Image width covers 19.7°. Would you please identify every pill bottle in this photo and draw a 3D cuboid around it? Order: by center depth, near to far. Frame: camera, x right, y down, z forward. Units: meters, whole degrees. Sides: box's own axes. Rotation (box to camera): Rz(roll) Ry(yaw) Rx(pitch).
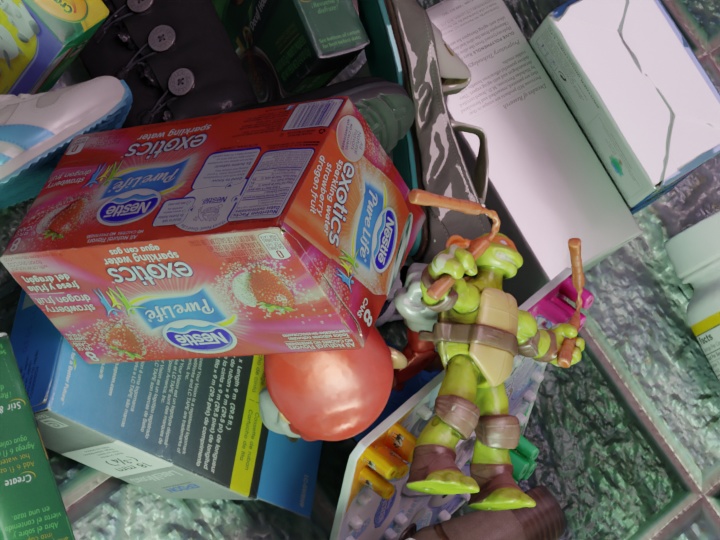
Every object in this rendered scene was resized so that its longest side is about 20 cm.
[{"bbox_3d":[0.300,0.047,1.453,0.114,0.114,0.200,-23,83,-32],"label":"pill bottle"}]

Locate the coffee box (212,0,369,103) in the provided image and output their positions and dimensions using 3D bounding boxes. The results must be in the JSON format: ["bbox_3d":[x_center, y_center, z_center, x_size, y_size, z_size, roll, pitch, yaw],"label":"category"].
[{"bbox_3d":[-0.072,-0.208,1.356,0.044,0.123,0.200,-19,82,-29],"label":"coffee box"}]

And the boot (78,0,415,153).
[{"bbox_3d":[-0.079,-0.128,1.280,0.165,0.066,0.200,-28,55,-2],"label":"boot"}]

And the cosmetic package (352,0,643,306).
[{"bbox_3d":[0.088,-0.078,1.391,0.085,0.108,0.200,-30,87,-23],"label":"cosmetic package"}]

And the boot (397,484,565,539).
[{"bbox_3d":[0.062,0.209,1.263,0.146,0.200,0.070,-32,52,-11],"label":"boot"}]

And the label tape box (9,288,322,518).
[{"bbox_3d":[-0.113,0.058,1.256,0.200,0.063,0.144,29,58,-35],"label":"label tape box"}]

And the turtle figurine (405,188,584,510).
[{"bbox_3d":[0.060,0.043,1.124,0.200,0.064,0.161,31,63,-56],"label":"turtle figurine"}]

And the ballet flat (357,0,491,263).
[{"bbox_3d":[0.044,-0.100,1.306,0.064,0.067,0.200,-7,79,-16],"label":"ballet flat"}]

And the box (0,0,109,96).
[{"bbox_3d":[-0.251,-0.197,1.260,0.200,0.117,0.048,50,56,-2],"label":"box"}]

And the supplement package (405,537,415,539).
[{"bbox_3d":[0.021,0.270,1.126,0.152,0.200,0.151,27,48,-25],"label":"supplement package"}]

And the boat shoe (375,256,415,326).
[{"bbox_3d":[0.000,0.001,1.293,0.072,0.070,0.201,51,21,19],"label":"boat shoe"}]

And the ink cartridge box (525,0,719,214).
[{"bbox_3d":[0.167,-0.108,1.409,0.076,0.200,0.136,-30,85,-13],"label":"ink cartridge box"}]

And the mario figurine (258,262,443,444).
[{"bbox_3d":[-0.003,0.048,1.208,0.106,0.200,0.123,25,83,23],"label":"mario figurine"}]

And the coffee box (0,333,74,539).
[{"bbox_3d":[-0.201,0.148,1.141,0.044,0.123,0.200,-13,76,-34],"label":"coffee box"}]

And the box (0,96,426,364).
[{"bbox_3d":[-0.080,-0.018,1.118,0.095,0.200,0.100,56,45,-34],"label":"box"}]

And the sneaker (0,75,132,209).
[{"bbox_3d":[-0.230,-0.075,1.221,0.200,0.077,0.081,-26,80,-12],"label":"sneaker"}]

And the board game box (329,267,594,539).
[{"bbox_3d":[0.056,0.116,1.253,0.026,0.200,0.200,38,54,21],"label":"board game box"}]
